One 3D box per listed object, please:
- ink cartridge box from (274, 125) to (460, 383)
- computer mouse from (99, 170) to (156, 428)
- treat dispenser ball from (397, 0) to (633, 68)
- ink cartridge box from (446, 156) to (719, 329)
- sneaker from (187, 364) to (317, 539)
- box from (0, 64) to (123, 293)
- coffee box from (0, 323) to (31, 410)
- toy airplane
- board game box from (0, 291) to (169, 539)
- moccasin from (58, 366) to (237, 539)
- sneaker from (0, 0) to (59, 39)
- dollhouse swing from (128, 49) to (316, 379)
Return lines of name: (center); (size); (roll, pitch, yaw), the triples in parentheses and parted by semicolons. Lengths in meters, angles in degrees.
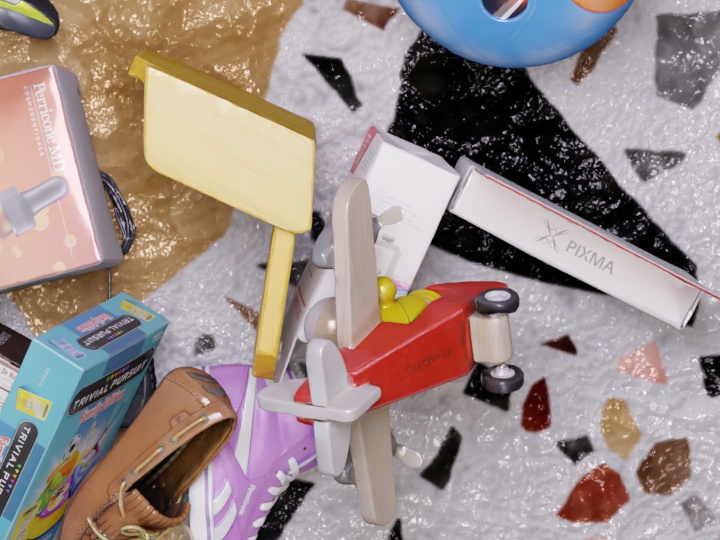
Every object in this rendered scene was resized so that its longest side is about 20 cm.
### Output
ink cartridge box: (0.000, 0.000, 1.750); (0.067, 0.116, 0.200); (24, 97, -8)
computer mouse: (-0.190, 0.022, 1.793); (0.058, 0.034, 0.201); (-5, 93, 16)
treat dispenser ball: (0.112, -0.247, 1.678); (0.200, 0.201, 0.202); (0, 98, -2)
ink cartridge box: (0.160, -0.017, 1.725); (0.200, 0.174, 0.044); (27, 96, -5)
sneaker: (-0.077, 0.173, 1.795); (0.114, 0.073, 0.201); (-1, 98, -5)
box: (-0.294, -0.054, 1.723); (0.199, 0.106, 0.153); (-15, 90, 3)
coffee box: (-0.312, 0.140, 1.759); (0.080, 0.114, 0.200); (29, 95, -4)
toy airplane: (0.003, 0.059, 1.631); (0.199, 0.141, 0.200); (35, 80, -43)
board game box: (-0.227, 0.126, 1.716); (0.047, 0.151, 0.200); (31, 110, 10)
moccasin: (-0.158, 0.169, 1.743); (0.202, 0.074, 0.078); (-50, 54, 12)
sneaker: (-0.323, -0.189, 1.741); (0.199, 0.074, 0.081); (8, 104, 4)
dollhouse swing: (-0.112, -0.043, 1.698); (0.181, 0.200, 0.176); (24, 97, -5)
